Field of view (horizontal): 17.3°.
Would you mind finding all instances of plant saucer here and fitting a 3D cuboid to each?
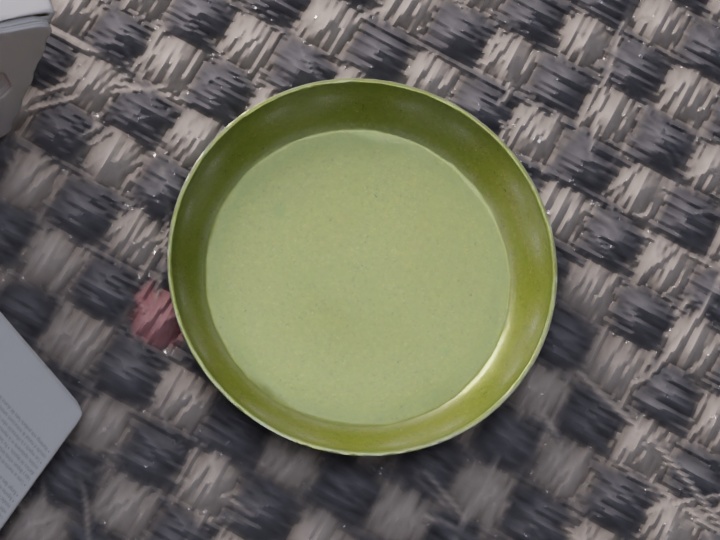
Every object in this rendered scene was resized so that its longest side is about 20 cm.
[{"bbox_3d":[0.000,0.000,1.210,0.199,0.031,0.200,2,74,-7],"label":"plant saucer"}]

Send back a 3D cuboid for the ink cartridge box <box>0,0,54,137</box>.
[{"bbox_3d":[-0.233,-0.172,1.166,0.084,0.145,0.200,-16,76,-23],"label":"ink cartridge box"}]

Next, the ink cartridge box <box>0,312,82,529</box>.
[{"bbox_3d":[-0.227,0.079,1.073,0.043,0.200,0.174,23,68,33],"label":"ink cartridge box"}]
